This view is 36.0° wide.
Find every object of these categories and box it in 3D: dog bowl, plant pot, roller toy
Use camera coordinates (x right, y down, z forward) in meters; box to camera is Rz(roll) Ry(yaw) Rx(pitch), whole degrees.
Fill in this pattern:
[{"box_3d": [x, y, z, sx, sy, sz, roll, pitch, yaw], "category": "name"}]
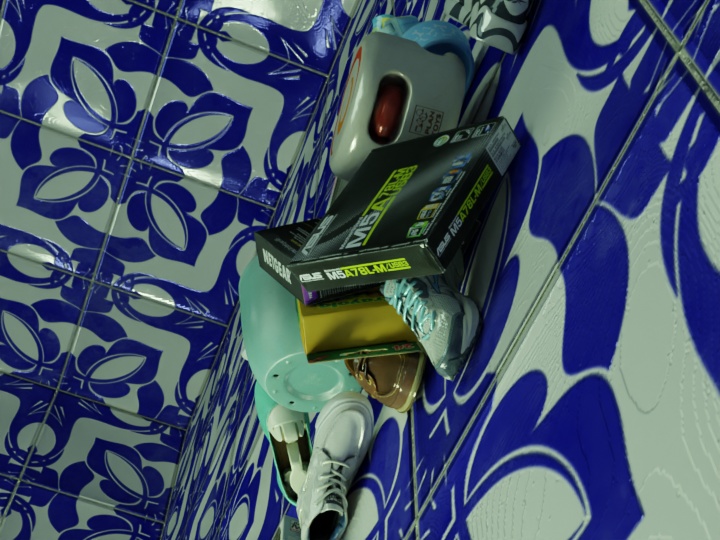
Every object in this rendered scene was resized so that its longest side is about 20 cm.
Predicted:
[{"box_3d": [0.084, -0.232, 1.480, 0.200, 0.111, 0.050, -67, 24, 21], "category": "dog bowl"}, {"box_3d": [-0.060, 0.085, 1.434, 0.161, 0.200, 0.201, -94, 23, -43], "category": "plant pot"}, {"box_3d": [0.049, -0.185, 1.345, 0.183, 0.139, 0.200, 114, 168, -51], "category": "roller toy"}]

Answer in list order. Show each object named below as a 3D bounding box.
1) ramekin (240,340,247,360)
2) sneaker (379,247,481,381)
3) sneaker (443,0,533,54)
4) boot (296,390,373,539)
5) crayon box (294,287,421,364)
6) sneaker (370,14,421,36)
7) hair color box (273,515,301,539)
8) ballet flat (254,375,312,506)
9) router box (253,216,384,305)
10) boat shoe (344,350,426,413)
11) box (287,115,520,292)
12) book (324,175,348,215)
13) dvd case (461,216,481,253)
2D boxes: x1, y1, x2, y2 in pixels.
[{"box_3d": [-0.165, 0.103, 2.204, 0.200, 0.098, 0.201, -161, 90, -80], "category": "ramekin"}, {"box_3d": [0.061, 0.035, 1.119, 0.200, 0.086, 0.078, -100, 32, -56], "category": "sneaker"}, {"box_3d": [0.166, -0.346, 1.323, 0.199, 0.079, 0.130, -96, 28, -67], "category": "sneaker"}, {"box_3d": [-0.027, 0.247, 1.309, 0.096, 0.073, 0.200, -101, 23, -60], "category": "boot"}, {"box_3d": [-0.007, 0.045, 1.252, 0.200, 0.127, 0.051, -115, 20, -73], "category": "crayon box"}, {"box_3d": [0.034, -0.282, 1.564, 0.200, 0.131, 0.080, -46, 14, -28], "category": "sneaker"}, {"box_3d": [-0.084, 0.397, 1.320, 0.200, 0.061, 0.099, -93, 24, -66], "category": "hair color box"}, {"box_3d": [-0.092, 0.232, 1.498, 0.070, 0.067, 0.200, -143, 38, -68], "category": "ballet flat"}, {"box_3d": [-0.028, -0.022, 1.300, 0.200, 0.149, 0.051, -146, 45, -67], "category": "router box"}, {"box_3d": [0.024, 0.114, 1.250, 0.200, 0.067, 0.072, 180, 109, -79], "category": "boat shoe"}, {"box_3d": [0.046, -0.068, 1.145, 0.193, 0.048, 0.200, -6, 39, 43], "category": "box"}, {"box_3d": [-0.018, -0.146, 1.701, 0.134, 0.048, 0.200, 121, 165, -71], "category": "book"}, {"box_3d": [0.096, -0.053, 1.302, 0.200, 0.025, 0.150, -87, 19, -56], "category": "dvd case"}]
